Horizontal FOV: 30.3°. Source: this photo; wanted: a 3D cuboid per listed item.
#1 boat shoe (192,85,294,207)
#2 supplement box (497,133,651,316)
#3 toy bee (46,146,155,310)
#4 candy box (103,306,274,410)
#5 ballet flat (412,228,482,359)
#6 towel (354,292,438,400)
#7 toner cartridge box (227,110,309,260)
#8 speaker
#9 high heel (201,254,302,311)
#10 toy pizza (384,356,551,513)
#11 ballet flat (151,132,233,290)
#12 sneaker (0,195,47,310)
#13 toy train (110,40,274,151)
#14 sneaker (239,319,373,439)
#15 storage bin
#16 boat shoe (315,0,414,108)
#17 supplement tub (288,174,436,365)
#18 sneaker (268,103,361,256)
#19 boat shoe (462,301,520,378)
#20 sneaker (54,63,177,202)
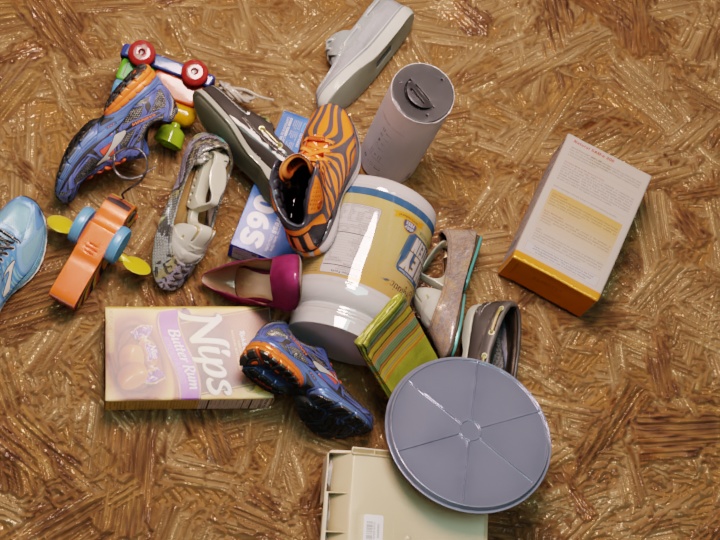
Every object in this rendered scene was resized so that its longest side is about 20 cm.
[{"bbox_3d":[-0.127,-0.155,1.645,0.061,0.072,0.201,-39,87,-23],"label":"boat shoe"},{"bbox_3d":[0.279,-0.060,1.731,0.126,0.074,0.200,28,68,0],"label":"supplement box"},{"bbox_3d":[-0.300,-0.045,1.612,0.200,0.109,0.131,-40,90,4],"label":"toy bee"},{"bbox_3d":[-0.206,0.104,1.591,0.200,0.056,0.117,0,71,-13],"label":"candy box"},{"bbox_3d":[0.102,0.026,1.664,0.067,0.068,0.200,16,50,1],"label":"ballet flat"},{"bbox_3d":[0.063,0.123,1.584,0.086,0.018,0.200,-48,129,-22],"label":"towel"},{"bbox_3d":[-0.090,-0.097,1.689,0.095,0.043,0.200,21,69,-4],"label":"toner cartridge box"},{"bbox_3d":[0.055,-0.180,1.661,0.081,0.200,0.081,3,71,-10],"label":"speaker"},{"bbox_3d":[-0.127,0.015,1.564,0.096,0.200,0.068,2,83,-15],"label":"high heel"},{"bbox_3d":[0.124,0.192,1.545,0.200,0.032,0.201,7,56,-10],"label":"toy pizza"},{"bbox_3d":[-0.201,-0.070,1.613,0.072,0.072,0.201,16,88,-5],"label":"ballet flat"},{"bbox_3d":[-0.430,-0.003,1.565,0.078,0.090,0.200,24,67,-2],"label":"sneaker"},{"bbox_3d":[-0.222,-0.202,1.684,0.200,0.085,0.116,20,79,-4],"label":"toy train"},{"bbox_3d":[-0.052,0.129,1.577,0.200,0.075,0.079,44,44,-27],"label":"sneaker"},{"bbox_3d":[0.047,0.318,1.546,0.198,0.094,0.200,7,70,-8],"label":"storage bin"},{"bbox_3d":[-0.009,-0.288,1.764,0.071,0.070,0.201,33,64,14],"label":"boat shoe"},{"bbox_3d":[0.000,0.000,1.619,0.144,0.145,0.200,20,69,-4],"label":"supplement tub"},{"bbox_3d":[-0.052,-0.125,1.550,0.077,0.112,0.200,0,65,14],"label":"sneaker"},{"bbox_3d":[0.160,0.133,1.631,0.072,0.061,0.202,22,64,-39],"label":"boat shoe"},{"bbox_3d":[-0.299,-0.153,1.612,0.078,0.075,0.200,39,106,-18],"label":"sneaker"}]
